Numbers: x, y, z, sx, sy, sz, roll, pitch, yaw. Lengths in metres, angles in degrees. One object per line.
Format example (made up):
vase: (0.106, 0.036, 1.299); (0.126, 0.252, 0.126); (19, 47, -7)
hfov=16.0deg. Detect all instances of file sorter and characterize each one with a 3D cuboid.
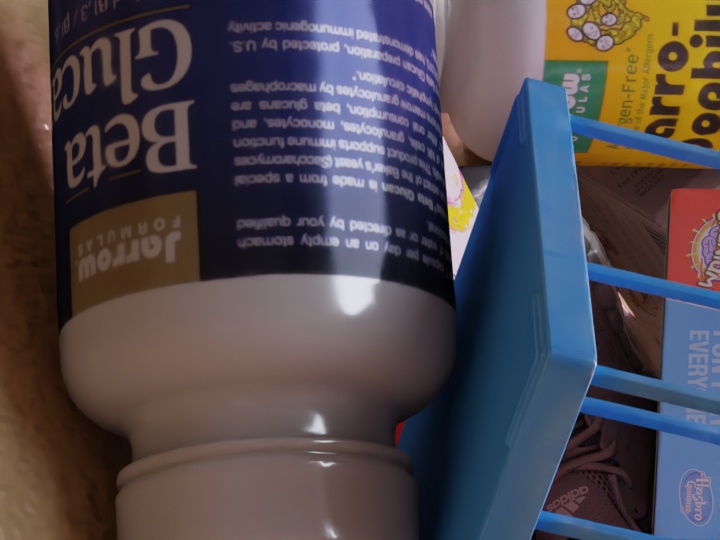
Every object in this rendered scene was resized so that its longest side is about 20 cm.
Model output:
file sorter: (0.076, 0.076, 0.724); (0.122, 0.200, 0.139); (13, 32, -8)

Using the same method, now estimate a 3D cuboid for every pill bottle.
pill bottle: (-0.030, -0.014, 0.718); (0.111, 0.111, 0.200); (27, 55, -60)
pill bottle: (0.097, -0.098, 1.029); (0.113, 0.200, 0.113); (-179, -90, -81)

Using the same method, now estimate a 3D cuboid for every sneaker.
sneaker: (0.077, 0.055, 0.997); (0.200, 0.075, 0.116); (50, 26, -39)

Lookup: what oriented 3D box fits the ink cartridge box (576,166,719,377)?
ink cartridge box: (0.156, 0.011, 1.171); (0.200, 0.045, 0.176); (52, -8, -32)

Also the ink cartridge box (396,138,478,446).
ink cartridge box: (0.000, 0.000, 0.870); (0.200, 0.067, 0.116); (63, 19, -6)

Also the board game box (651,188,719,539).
board game box: (0.143, 0.086, 1.018); (0.200, 0.040, 0.153); (75, 19, -56)
